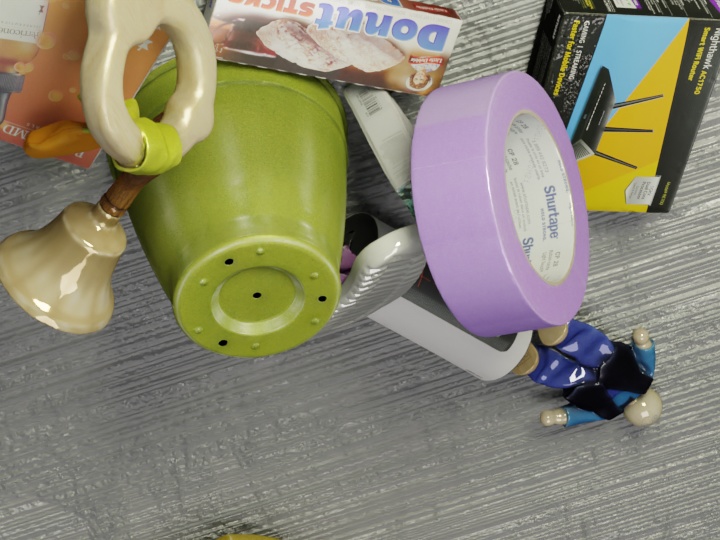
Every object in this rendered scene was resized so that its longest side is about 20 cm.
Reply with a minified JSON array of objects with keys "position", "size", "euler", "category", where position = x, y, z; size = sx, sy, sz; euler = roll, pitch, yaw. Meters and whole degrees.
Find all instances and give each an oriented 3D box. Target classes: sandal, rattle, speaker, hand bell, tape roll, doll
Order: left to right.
[{"position":[-0.181,-0.172,1.318],"size":[0.130,0.143,0.200],"euler":[-32,124,-28],"category":"rattle"},{"position":[-0.181,-0.054,1.426],"size":[0.104,0.104,0.200],"euler":[22,126,-30],"category":"hand bell"},{"position":[0.006,-0.002,1.532],"size":[0.082,0.050,0.203],"euler":[-16,166,-26],"category":"sandal"},{"position":[0.057,0.024,1.676],"size":[0.200,0.081,0.081],"euler":[30,120,-34],"category":"speaker"},{"position":[0.112,-0.051,1.473],"size":[0.066,0.200,0.200],"euler":[-10,139,27],"category":"tape roll"},{"position":[0.221,0.103,1.810],"size":[0.200,0.048,0.136],"euler":[29,112,-41],"category":"doll"}]

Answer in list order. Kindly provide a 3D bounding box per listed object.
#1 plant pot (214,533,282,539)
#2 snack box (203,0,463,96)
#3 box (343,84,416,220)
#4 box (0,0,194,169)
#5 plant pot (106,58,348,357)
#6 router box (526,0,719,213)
[{"position":[-0.118,0.380,1.906],"size":[0.194,0.196,0.200],"euler":[-31,123,16],"category":"plant pot"},{"position":[-0.024,-0.187,1.486],"size":[0.200,0.024,0.072],"euler":[8,119,-20],"category":"snack box"},{"position":[0.063,-0.053,1.556],"size":[0.036,0.144,0.200],"euler":[-32,132,7],"category":"box"},{"position":[-0.224,-0.197,1.378],"size":[0.152,0.106,0.200],"euler":[17,126,-27],"category":"box"},{"position":[-0.092,-0.041,1.498],"size":[0.200,0.193,0.200],"euler":[-7,134,-7],"category":"plant pot"},{"position":[0.209,-0.140,1.572],"size":[0.149,0.051,0.200],"euler":[0,131,-14],"category":"router box"}]
